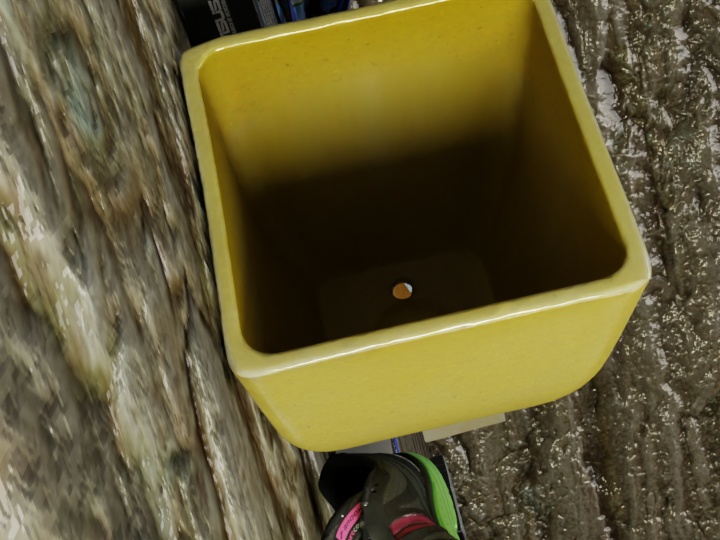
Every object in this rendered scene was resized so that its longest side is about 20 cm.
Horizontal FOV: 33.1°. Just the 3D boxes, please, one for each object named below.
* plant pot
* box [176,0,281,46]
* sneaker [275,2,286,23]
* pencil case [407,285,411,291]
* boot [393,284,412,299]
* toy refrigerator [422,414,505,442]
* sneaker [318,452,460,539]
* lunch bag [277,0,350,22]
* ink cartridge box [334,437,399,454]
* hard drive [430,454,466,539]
[{"bbox_3d":[0.027,-0.004,0.659,0.200,0.193,0.197,80,-3,-58],"label":"plant pot"},{"bbox_3d":[-0.083,-0.178,0.761,0.201,0.043,0.161,72,4,-45],"label":"box"},{"bbox_3d":[-0.065,-0.193,1.111,0.200,0.070,0.083,-22,111,-86],"label":"sneaker"},{"bbox_3d":[0.011,-0.021,1.441,0.200,0.083,0.091,-100,168,-62],"label":"pencil case"},{"bbox_3d":[0.001,0.000,0.855,0.144,0.070,0.203,26,54,-60],"label":"boot"},{"bbox_3d":[0.241,0.348,2.891,0.076,0.199,0.070,-95,169,-79],"label":"toy refrigerator"},{"bbox_3d":[0.022,0.161,0.661,0.077,0.083,0.200,-70,-158,11],"label":"sneaker"},{"bbox_3d":[-0.047,-0.248,0.858,0.151,0.093,0.201,-112,-163,-49],"label":"lunch bag"},{"bbox_3d":[0.010,0.152,0.870,0.200,0.044,0.094,-102,177,-55],"label":"ink cartridge box"},{"bbox_3d":[0.214,0.559,2.906,0.140,0.038,0.201,72,4,-56],"label":"hard drive"}]
